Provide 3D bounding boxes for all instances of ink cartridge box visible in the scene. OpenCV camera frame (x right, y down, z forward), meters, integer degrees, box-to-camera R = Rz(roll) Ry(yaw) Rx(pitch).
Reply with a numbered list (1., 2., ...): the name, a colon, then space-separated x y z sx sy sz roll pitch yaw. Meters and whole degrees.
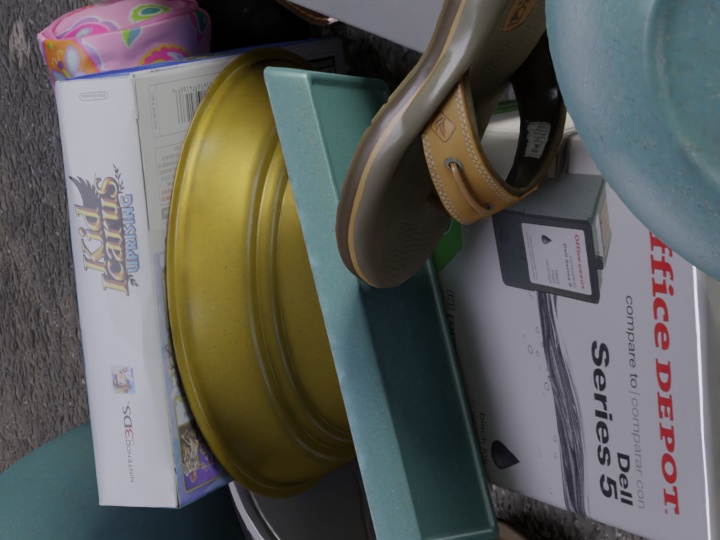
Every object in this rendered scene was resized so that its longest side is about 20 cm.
1. ink cartridge box: 0.102 0.013 0.881 0.200 0.083 0.147 12 109 61

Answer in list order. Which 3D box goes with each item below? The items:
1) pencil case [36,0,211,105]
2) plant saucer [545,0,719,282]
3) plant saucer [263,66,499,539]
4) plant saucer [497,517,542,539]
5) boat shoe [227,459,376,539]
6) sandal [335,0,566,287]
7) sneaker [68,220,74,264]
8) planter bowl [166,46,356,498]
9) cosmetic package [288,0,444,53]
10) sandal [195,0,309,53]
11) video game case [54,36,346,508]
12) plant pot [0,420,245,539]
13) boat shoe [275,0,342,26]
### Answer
1. pencil case: -0.095 -0.032 1.127 0.087 0.087 0.202 18 124 60
2. plant saucer: 0.143 -0.067 0.704 0.200 0.039 0.203 12 119 22
3. plant saucer: 0.011 0.016 0.904 0.019 0.070 0.202 -19 79 33
4. plant saucer: 0.079 0.207 1.059 0.200 0.029 0.202 33 128 55
5. boat shoe: -0.016 0.148 1.120 0.200 0.073 0.061 54 140 27
6. sandal: 0.047 -0.056 0.818 0.054 0.080 0.201 42 133 13
7. sneaker: -0.096 -0.066 1.208 0.115 0.075 0.202 134 143 -54
8. planter bowl: 0.000 0.000 1.031 0.083 0.200 0.202 -1 100 26
9. cosmetic package: 0.029 -0.147 0.946 0.200 0.106 0.091 36 130 56
10. sandal: -0.053 -0.109 1.153 0.048 0.075 0.202 -155 49 -76
11. video game case: -0.060 -0.006 1.052 0.045 0.200 0.183 -3 98 26
12. plant pot: -0.118 0.153 1.203 0.200 0.199 0.135 18 79 60
13. boat shoe: -0.067 -0.187 1.066 0.072 0.068 0.200 -31 107 27
